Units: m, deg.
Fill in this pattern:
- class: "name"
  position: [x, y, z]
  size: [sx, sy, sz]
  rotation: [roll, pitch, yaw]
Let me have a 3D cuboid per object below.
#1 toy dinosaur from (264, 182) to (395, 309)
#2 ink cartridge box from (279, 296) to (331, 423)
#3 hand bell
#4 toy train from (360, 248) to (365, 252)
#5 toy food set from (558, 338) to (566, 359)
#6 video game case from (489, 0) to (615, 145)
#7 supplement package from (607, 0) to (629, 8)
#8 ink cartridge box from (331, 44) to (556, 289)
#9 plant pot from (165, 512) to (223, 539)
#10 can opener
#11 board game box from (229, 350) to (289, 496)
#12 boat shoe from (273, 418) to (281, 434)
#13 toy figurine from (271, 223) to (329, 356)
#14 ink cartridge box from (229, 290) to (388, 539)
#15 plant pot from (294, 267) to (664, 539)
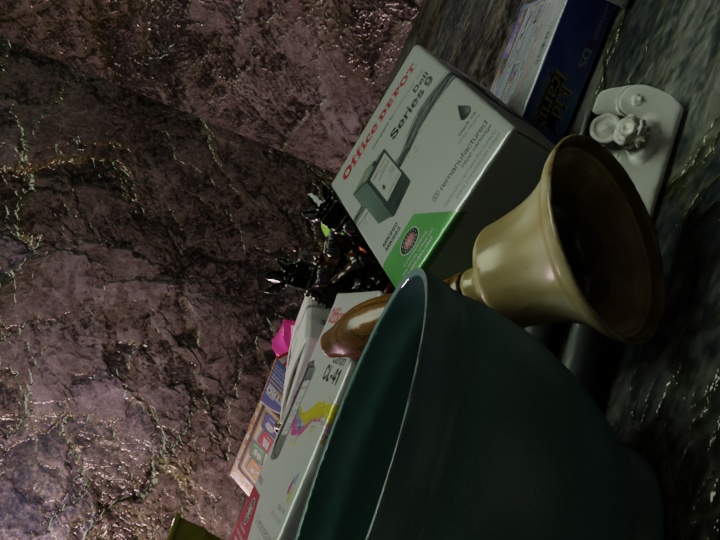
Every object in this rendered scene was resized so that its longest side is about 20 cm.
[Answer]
- class: "toy dinosaur"
  position: [0.000, 0.000, 0.887]
  size: [0.198, 0.135, 0.104]
  rotation: [-11, 54, 44]
- class: "ink cartridge box"
  position: [0.006, 0.092, 0.909]
  size: [0.200, 0.143, 0.086]
  rotation: [-96, 25, -78]
- class: "hand bell"
  position: [0.052, 0.015, 0.539]
  size: [0.198, 0.104, 0.105]
  rotation: [-24, 37, 40]
- class: "toy train"
  position: [0.059, -0.093, 1.074]
  size: [0.198, 0.055, 0.152]
  rotation: [-29, -41, -35]
- class: "toy food set"
  position: [0.077, 0.110, 0.656]
  size: [0.198, 0.048, 0.203]
  rotation: [-85, 16, -70]
- class: "video game case"
  position: [0.147, -0.143, 0.884]
  size: [0.181, 0.045, 0.203]
  rotation: [-116, 46, -80]
- class: "supplement package"
  position: [0.181, -0.317, 0.804]
  size: [0.201, 0.115, 0.118]
  rotation: [-79, 11, -56]
- class: "ink cartridge box"
  position: [0.067, -0.069, 0.775]
  size: [0.147, 0.083, 0.201]
  rotation: [-57, 30, 15]
- class: "plant pot"
  position: [-0.148, 0.395, 1.084]
  size: [0.200, 0.190, 0.204]
  rotation: [-160, 90, -84]
- class: "can opener"
  position: [0.138, -0.014, 0.570]
  size: [0.066, 0.052, 0.203]
  rotation: [43, -116, -59]
- class: "board game box"
  position: [-0.062, 0.211, 1.123]
  size: [0.046, 0.151, 0.202]
  rotation: [-22, -34, -47]
- class: "boat shoe"
  position: [-0.019, 0.179, 0.904]
  size: [0.200, 0.070, 0.071]
  rotation: [35, 148, 60]
- class: "toy figurine"
  position: [-0.032, 0.063, 1.223]
  size: [0.185, 0.149, 0.201]
  rotation: [-55, -20, -14]
- class: "ink cartridge box"
  position: [-0.007, 0.122, 0.667]
  size: [0.147, 0.084, 0.203]
  rotation: [172, 121, -77]
- class: "plant pot"
  position: [0.051, 0.118, 0.451]
  size: [0.200, 0.132, 0.203]
  rotation: [-159, 90, -85]
